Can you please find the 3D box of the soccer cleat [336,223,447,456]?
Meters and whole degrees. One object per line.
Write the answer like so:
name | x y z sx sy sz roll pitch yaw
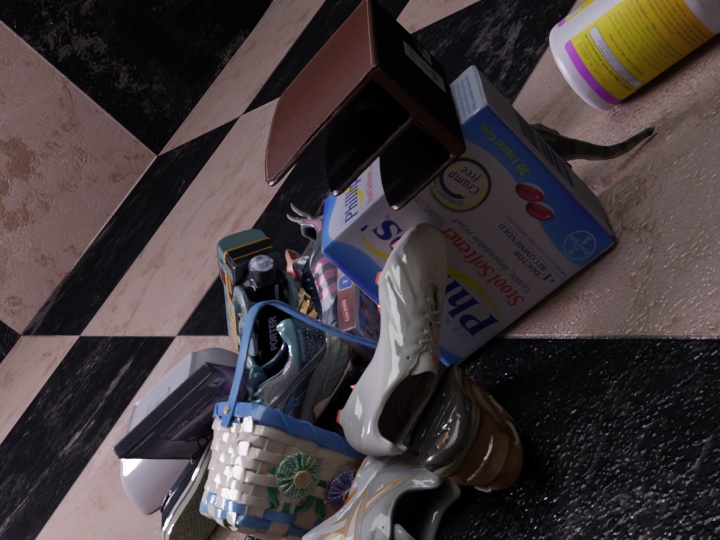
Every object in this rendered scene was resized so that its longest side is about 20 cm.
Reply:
soccer cleat | 0.042 0.058 0.856 0.077 0.069 0.202 5 73 53

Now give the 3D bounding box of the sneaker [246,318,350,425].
sneaker | -0.091 0.141 1.094 0.202 0.086 0.078 -66 23 3

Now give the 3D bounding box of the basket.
basket | -0.046 0.146 0.926 0.139 0.175 0.202 -15 58 57

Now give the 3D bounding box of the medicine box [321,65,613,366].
medicine box | 0.094 -0.045 0.945 0.200 0.182 0.103 -41 22 21

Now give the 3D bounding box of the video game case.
video game case | -0.169 0.162 1.155 0.143 0.019 0.200 -42 -23 10

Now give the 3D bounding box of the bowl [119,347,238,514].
bowl | -0.241 0.197 1.357 0.200 0.075 0.200 -40 24 19

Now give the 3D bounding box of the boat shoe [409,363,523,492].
boat shoe | 0.087 0.131 0.817 0.076 0.073 0.200 -61 1 7

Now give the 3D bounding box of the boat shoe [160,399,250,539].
boat shoe | -0.160 0.220 1.155 0.201 0.074 0.062 -56 32 -2

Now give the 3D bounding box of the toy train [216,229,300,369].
toy train | -0.121 0.048 1.221 0.084 0.201 0.114 -19 46 -19

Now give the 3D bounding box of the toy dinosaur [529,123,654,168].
toy dinosaur | 0.175 -0.111 0.994 0.089 0.197 0.048 100 174 -52

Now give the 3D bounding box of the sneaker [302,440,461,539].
sneaker | 0.005 0.228 0.820 0.201 0.076 0.092 -56 26 -14

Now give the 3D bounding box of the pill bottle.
pill bottle | 0.292 -0.254 1.015 0.199 0.104 0.105 -35 25 33

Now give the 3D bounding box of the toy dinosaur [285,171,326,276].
toy dinosaur | -0.027 -0.064 1.334 0.199 0.105 0.183 -32 31 32

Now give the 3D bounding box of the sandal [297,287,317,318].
sandal | -0.092 0.056 1.300 0.211 0.070 0.078 -32 27 38

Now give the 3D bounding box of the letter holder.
letter holder | -0.002 -0.126 0.884 0.142 0.100 0.201 -43 22 20

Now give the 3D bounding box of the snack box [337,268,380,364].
snack box | 0.000 0.000 1.135 0.024 0.072 0.202 -18 50 21

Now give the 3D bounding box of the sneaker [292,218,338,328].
sneaker | -0.042 0.023 1.197 0.071 0.081 0.202 92 -176 -51
